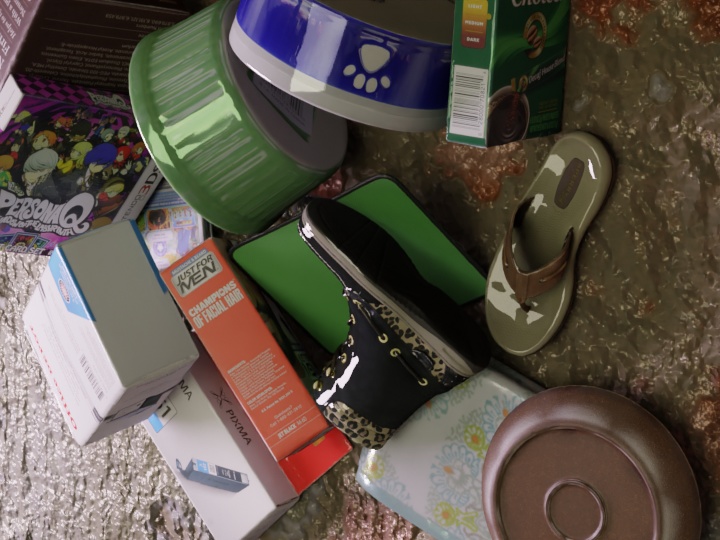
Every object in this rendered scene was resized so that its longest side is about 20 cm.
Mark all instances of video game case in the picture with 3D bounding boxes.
[{"bbox_3d":[-0.203,-0.057,1.801,0.142,0.018,0.202,-5,91,37],"label":"video game case"},{"bbox_3d":[-0.277,-0.090,1.718,0.182,0.199,0.036,-54,51,26],"label":"video game case"}]

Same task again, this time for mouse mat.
[{"bbox_3d":[0.000,0.000,1.625,0.199,0.008,0.161,-23,124,36],"label":"mouse mat"}]

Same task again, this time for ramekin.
[{"bbox_3d":[-0.100,-0.142,1.615,0.097,0.200,0.201,-28,83,29],"label":"ramekin"}]

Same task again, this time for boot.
[{"bbox_3d":[-0.006,0.051,1.584,0.203,0.074,0.154,42,124,-4],"label":"boot"}]

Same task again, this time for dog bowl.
[{"bbox_3d":[-0.004,-0.195,1.527,0.199,0.199,0.079,33,115,26],"label":"dog bowl"}]

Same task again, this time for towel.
[{"bbox_3d":[0.096,0.158,1.628,0.199,0.048,0.172,30,113,27],"label":"towel"}]

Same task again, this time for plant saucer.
[{"bbox_3d":[0.183,0.197,1.532,0.199,0.032,0.202,7,104,30],"label":"plant saucer"}]

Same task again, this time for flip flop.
[{"bbox_3d":[0.151,-0.022,1.539,0.081,0.057,0.201,33,115,23],"label":"flip flop"}]

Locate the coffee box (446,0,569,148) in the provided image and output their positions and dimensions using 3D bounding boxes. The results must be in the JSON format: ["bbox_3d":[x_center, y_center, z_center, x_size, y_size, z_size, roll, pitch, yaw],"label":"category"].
[{"bbox_3d":[0.123,-0.205,1.482,0.044,0.123,0.202,13,106,34],"label":"coffee box"}]

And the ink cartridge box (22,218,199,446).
[{"bbox_3d":[-0.238,0.061,1.726,0.147,0.085,0.200,63,155,10],"label":"ink cartridge box"}]

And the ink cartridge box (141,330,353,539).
[{"bbox_3d":[-0.123,0.143,1.783,0.176,0.045,0.201,-45,73,34],"label":"ink cartridge box"}]

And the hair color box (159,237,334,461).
[{"bbox_3d":[-0.096,0.070,1.688,0.064,0.111,0.201,-34,85,6],"label":"hair color box"}]

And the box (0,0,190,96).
[{"bbox_3d":[-0.294,-0.218,1.732,0.166,0.163,0.201,53,125,35],"label":"box"}]
